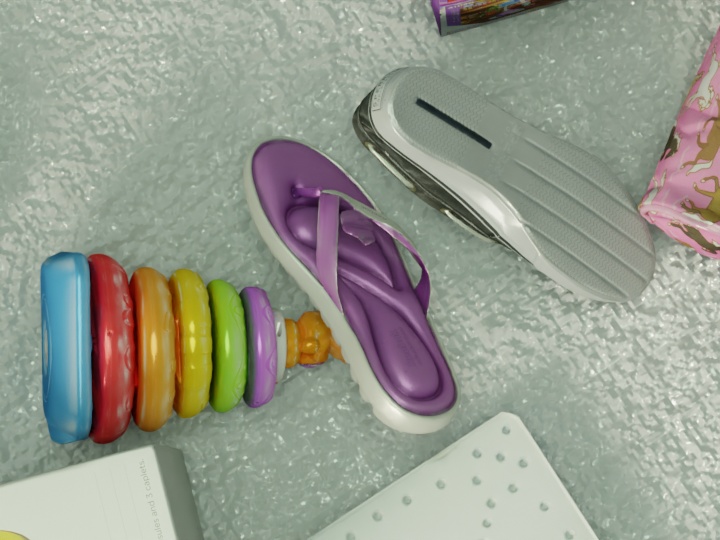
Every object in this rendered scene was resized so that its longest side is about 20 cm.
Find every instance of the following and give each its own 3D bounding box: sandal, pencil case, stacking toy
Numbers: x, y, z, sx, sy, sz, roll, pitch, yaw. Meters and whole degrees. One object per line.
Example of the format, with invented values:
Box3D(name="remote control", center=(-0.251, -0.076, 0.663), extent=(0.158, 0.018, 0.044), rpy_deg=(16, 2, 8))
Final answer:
Box3D(name="sandal", center=(0.006, -0.002, 1.680), extent=(0.082, 0.050, 0.203), rpy_deg=(-16, 67, -39))
Box3D(name="pencil case", center=(0.234, -0.098, 1.683), extent=(0.083, 0.086, 0.201), rpy_deg=(29, 83, -15))
Box3D(name="stacking toy", center=(-0.083, 0.042, 1.690), extent=(0.199, 0.116, 0.110), rpy_deg=(-1, 91, -12))

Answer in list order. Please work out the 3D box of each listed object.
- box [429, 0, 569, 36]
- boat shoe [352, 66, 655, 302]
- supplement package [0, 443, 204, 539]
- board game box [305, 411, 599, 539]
Box3D(name="box", center=(0.135, -0.189, 1.673), extent=(0.199, 0.137, 0.039), rpy_deg=(-16, 84, 0))
Box3D(name="boat shoe", center=(0.084, -0.051, 1.698), extent=(0.200, 0.071, 0.072), rpy_deg=(38, 73, -14))
Box3D(name="supplement package", center=(-0.184, 0.196, 1.642), extent=(0.199, 0.151, 0.152), rpy_deg=(-15, 84, 1))
Box3D(name="board game box", center=(0.058, 0.217, 1.693), extent=(0.200, 0.026, 0.200), rpy_deg=(-33, 84, -1))
